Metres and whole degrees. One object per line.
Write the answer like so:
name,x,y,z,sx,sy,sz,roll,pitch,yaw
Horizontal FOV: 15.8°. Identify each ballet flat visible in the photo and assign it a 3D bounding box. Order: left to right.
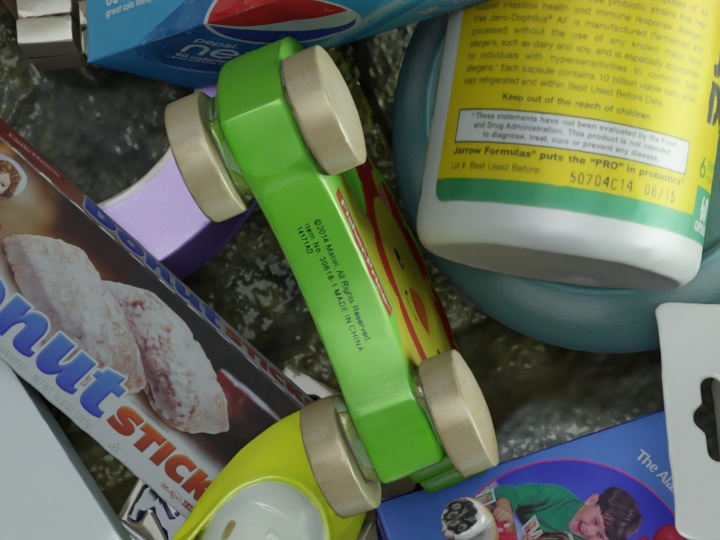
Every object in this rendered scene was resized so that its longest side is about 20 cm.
ballet flat,-0.061,0.140,1.039,0.067,0.067,0.200,44,84,-8

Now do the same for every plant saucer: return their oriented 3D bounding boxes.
plant saucer,0.105,-0.067,1.077,0.200,0.027,0.200,-3,81,17

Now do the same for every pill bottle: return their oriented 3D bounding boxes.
pill bottle,0.091,-0.099,1.013,0.113,0.113,0.200,8,84,4

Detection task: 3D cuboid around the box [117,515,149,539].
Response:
box,-0.142,0.199,1.086,0.110,0.035,0.200,36,84,7

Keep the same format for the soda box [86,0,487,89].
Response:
soda box,-0.020,-0.127,1.004,0.200,0.064,0.068,-12,75,44

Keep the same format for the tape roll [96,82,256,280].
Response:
tape roll,-0.133,-0.083,1.125,0.200,0.066,0.200,0,81,2

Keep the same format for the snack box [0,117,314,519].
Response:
snack box,-0.104,0.027,1.071,0.072,0.024,0.200,-44,107,12

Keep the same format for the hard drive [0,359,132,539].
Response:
hard drive,-0.203,0.130,1.082,0.200,0.027,0.132,-38,61,2

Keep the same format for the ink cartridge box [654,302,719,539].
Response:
ink cartridge box,0.211,0.082,1.045,0.200,0.067,0.117,6,56,-9

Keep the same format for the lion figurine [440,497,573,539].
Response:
lion figurine,0.008,0.167,0.998,0.200,0.122,0.073,-28,59,7

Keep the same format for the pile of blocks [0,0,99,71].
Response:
pile of blocks,-0.172,-0.155,1.074,0.200,0.062,0.082,31,83,6

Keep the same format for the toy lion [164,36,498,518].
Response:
toy lion,0.000,0.000,1.024,0.069,0.192,0.200,-22,102,9

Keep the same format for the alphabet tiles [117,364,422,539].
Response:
alphabet tiles,-0.035,0.150,1.111,0.167,0.008,0.200,27,82,7

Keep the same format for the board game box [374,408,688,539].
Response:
board game box,0.100,0.170,1.053,0.134,0.045,0.200,-17,65,-5
